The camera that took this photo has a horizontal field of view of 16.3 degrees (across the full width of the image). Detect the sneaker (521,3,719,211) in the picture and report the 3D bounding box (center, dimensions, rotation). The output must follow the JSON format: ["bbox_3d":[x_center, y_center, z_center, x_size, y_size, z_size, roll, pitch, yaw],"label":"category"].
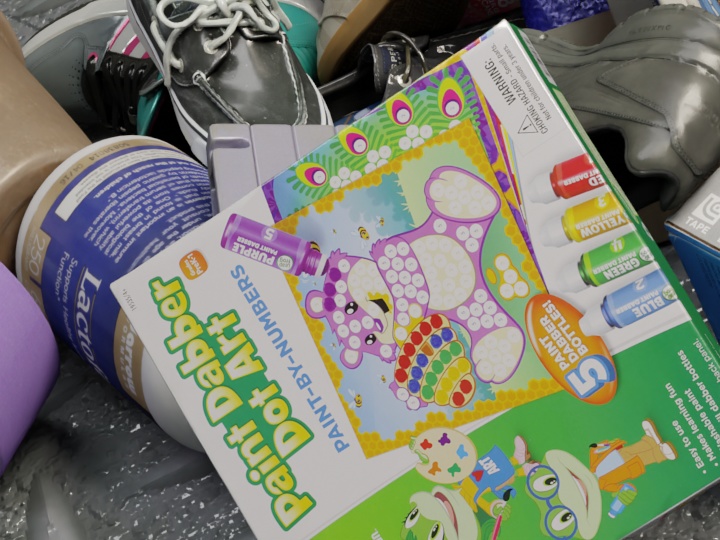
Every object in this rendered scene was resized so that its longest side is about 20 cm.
[{"bbox_3d":[0.084,-0.056,1.083,0.200,0.076,0.091,-13,39,56],"label":"sneaker"}]

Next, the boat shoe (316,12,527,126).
[{"bbox_3d":[0.014,-0.091,1.324,0.199,0.066,0.070,-25,42,7],"label":"boat shoe"}]

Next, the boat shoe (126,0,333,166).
[{"bbox_3d":[-0.071,-0.121,1.293,0.073,0.068,0.200,-19,47,-10],"label":"boat shoe"}]

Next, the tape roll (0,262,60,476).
[{"bbox_3d":[-0.253,0.030,1.259,0.199,0.201,0.066,4,51,33],"label":"tape roll"}]

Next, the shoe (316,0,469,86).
[{"bbox_3d":[0.025,-0.163,1.317,0.070,0.200,0.054,-8,64,-30],"label":"shoe"}]

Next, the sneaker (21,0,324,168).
[{"bbox_3d":[-0.117,-0.091,1.395,0.199,0.084,0.121,-9,36,21],"label":"sneaker"}]

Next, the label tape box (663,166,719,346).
[{"bbox_3d":[0.235,-0.029,1.072,0.200,0.145,0.063,-44,43,-15],"label":"label tape box"}]

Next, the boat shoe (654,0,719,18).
[{"bbox_3d":[0.193,-0.081,1.105,0.072,0.200,0.072,-30,28,11],"label":"boat shoe"}]

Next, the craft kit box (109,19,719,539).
[{"bbox_3d":[0.031,0.037,1.003,0.197,0.048,0.201,-34,81,12],"label":"craft kit box"}]

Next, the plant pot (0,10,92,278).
[{"bbox_3d":[-0.225,-0.049,1.338,0.174,0.201,0.200,31,68,35],"label":"plant pot"}]

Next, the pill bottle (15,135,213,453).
[{"bbox_3d":[-0.077,0.020,1.230,0.116,0.116,0.200,-42,42,-13],"label":"pill bottle"}]

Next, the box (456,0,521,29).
[{"bbox_3d":[0.008,-0.226,1.359,0.099,0.200,0.096,-18,41,14],"label":"box"}]

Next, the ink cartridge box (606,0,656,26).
[{"bbox_3d":[0.152,-0.207,1.193,0.174,0.084,0.201,-12,48,18],"label":"ink cartridge box"}]

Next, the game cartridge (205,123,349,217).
[{"bbox_3d":[0.000,0.000,1.137,0.129,0.039,0.201,3,36,-10],"label":"game cartridge"}]

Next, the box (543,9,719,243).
[{"bbox_3d":[0.161,-0.079,1.206,0.199,0.095,0.078,-18,42,16],"label":"box"}]

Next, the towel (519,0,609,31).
[{"bbox_3d":[0.171,-0.159,1.265,0.199,0.050,0.149,-18,76,15],"label":"towel"}]
